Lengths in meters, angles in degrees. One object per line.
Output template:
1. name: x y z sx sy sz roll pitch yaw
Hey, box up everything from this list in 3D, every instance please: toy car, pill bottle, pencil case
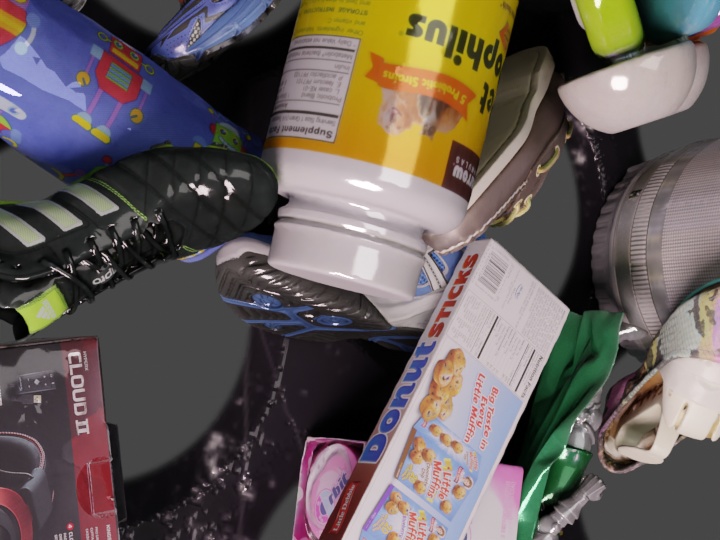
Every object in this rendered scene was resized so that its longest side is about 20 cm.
1. toy car: 0.181 -0.183 0.953 0.200 0.149 0.176 -22 95 -71
2. pill bottle: 0.014 -0.090 0.810 0.109 0.109 0.201 17 85 -31
3. pencil case: -0.144 -0.081 0.809 0.200 0.087 0.078 33 44 -28

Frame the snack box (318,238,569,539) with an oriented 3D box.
1. snack box: 0.049 0.084 0.874 0.072 0.024 0.200 41 64 -27

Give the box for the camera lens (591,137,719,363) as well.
1. camera lens: 0.263 -0.009 0.993 0.159 0.200 0.161 3 85 -32

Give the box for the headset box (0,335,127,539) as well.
1. headset box: -0.202 0.113 0.759 0.199 0.075 0.149 -7 91 -33

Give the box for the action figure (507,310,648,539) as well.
1. action figure: 0.116 0.124 0.956 0.054 0.118 0.201 21 84 -3

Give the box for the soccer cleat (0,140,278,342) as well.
1. soccer cleat: -0.135 -0.009 0.762 0.068 0.199 0.081 76 5 -48

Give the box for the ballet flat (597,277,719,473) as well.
1. ballet flat: 0.192 0.076 0.949 0.069 0.200 0.071 24 61 -2

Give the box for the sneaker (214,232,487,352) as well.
1. sneaker: 0.000 0.000 0.906 0.199 0.076 0.077 12 74 -41

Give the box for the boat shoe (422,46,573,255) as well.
1. boat shoe: 0.081 -0.063 0.928 0.060 0.072 0.200 61 31 -22

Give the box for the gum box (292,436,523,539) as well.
1. gum box: 0.019 0.202 0.900 0.113 0.066 0.201 13 79 -32

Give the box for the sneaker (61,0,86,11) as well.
1. sneaker: -0.193 -0.207 0.787 0.200 0.075 0.082 34 68 -27

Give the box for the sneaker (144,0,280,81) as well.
1. sneaker: -0.073 -0.188 0.875 0.078 0.075 0.201 33 61 -17
